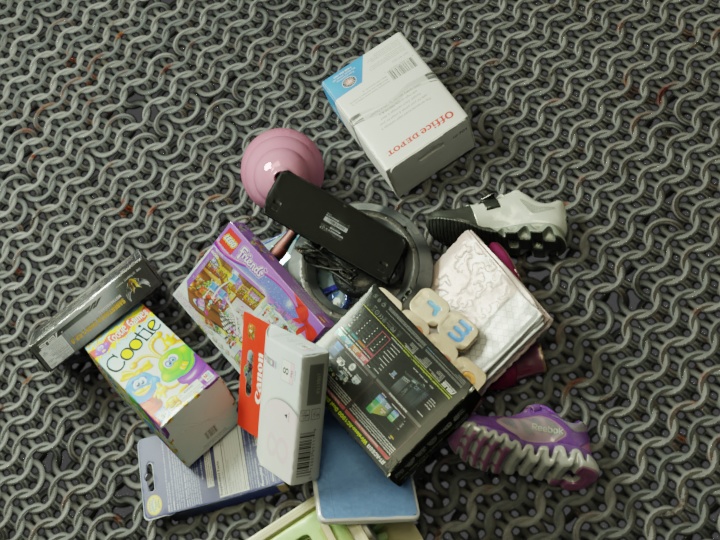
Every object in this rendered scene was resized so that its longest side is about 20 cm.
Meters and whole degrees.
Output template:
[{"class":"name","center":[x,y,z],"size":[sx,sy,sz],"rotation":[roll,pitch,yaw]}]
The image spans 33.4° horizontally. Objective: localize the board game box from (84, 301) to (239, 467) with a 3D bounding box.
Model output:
[{"class":"board game box","center":[-0.269,0.152,1.635],"size":[0.105,0.104,0.199],"rotation":[-41,50,-17]}]

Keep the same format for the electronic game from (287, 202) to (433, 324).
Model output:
[{"class":"electronic game","center":[0.000,0.000,1.625],"size":[0.197,0.042,0.202],"rotation":[-1,67,3]}]

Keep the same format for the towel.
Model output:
[{"class":"towel","center":[0.130,0.073,1.592],"size":[0.200,0.032,0.191],"rotation":[-47,51,8]}]

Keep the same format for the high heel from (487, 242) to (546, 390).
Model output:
[{"class":"high heel","center":[0.176,0.059,1.607],"size":[0.095,0.068,0.202],"rotation":[-13,63,-5]}]

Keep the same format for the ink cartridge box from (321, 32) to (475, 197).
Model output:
[{"class":"ink cartridge box","center":[0.056,-0.233,1.782],"size":[0.146,0.086,0.201],"rotation":[-33,61,-3]}]

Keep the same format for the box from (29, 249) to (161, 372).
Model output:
[{"class":"box","center":[-0.378,0.054,1.715],"size":[0.199,0.158,0.049],"rotation":[-39,101,-7]}]

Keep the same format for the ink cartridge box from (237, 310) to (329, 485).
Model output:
[{"class":"ink cartridge box","center":[-0.115,0.154,1.493],"size":[0.199,0.057,0.165],"rotation":[19,109,47]}]

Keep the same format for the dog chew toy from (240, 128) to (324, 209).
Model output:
[{"class":"dog chew toy","center":[-0.112,-0.139,1.714],"size":[0.123,0.200,0.126],"rotation":[0,98,-3]}]

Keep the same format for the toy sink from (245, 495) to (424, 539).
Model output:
[{"class":"toy sink","center":[-0.027,0.351,1.487],"size":[0.199,0.112,0.131],"rotation":[-31,60,-3]}]

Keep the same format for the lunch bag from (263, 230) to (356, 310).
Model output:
[{"class":"lunch bag","center":[-0.111,0.038,1.691],"size":[0.198,0.083,0.162],"rotation":[-23,64,4]}]

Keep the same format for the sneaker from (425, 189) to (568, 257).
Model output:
[{"class":"sneaker","center":[0.192,-0.071,1.677],"size":[0.197,0.074,0.089],"rotation":[6,55,11]}]

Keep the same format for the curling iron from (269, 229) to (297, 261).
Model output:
[{"class":"curling iron","center":[-0.123,-0.028,1.642],"size":[0.201,0.049,0.026],"rotation":[-55,35,9]}]

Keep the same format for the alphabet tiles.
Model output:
[{"class":"alphabet tiles","center":[0.055,0.120,1.540],"size":[0.195,0.015,0.200],"rotation":[38,74,20]}]

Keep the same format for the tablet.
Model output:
[{"class":"tablet","center":[-0.003,0.225,1.501],"size":[0.128,0.014,0.202],"rotation":[1,49,-14]}]

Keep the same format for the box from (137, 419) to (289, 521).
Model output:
[{"class":"box","center":[-0.201,0.262,1.625],"size":[0.198,0.032,0.122],"rotation":[-15,60,5]}]

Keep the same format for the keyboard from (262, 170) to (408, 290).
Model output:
[{"class":"keyboard","center":[-0.042,-0.044,1.598],"size":[0.199,0.040,0.105],"rotation":[30,63,0]}]

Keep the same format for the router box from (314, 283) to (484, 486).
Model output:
[{"class":"router box","center":[0.032,0.139,1.472],"size":[0.150,0.062,0.200],"rotation":[-43,61,-2]}]

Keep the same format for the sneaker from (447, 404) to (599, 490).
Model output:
[{"class":"sneaker","center":[0.204,0.207,1.503],"size":[0.198,0.081,0.089],"rotation":[16,53,-7]}]

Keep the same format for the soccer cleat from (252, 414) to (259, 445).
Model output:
[{"class":"soccer cleat","center":[-0.044,0.208,1.587],"size":[0.197,0.069,0.086],"rotation":[-3,81,-6]}]

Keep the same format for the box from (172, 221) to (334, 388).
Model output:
[{"class":"box","center":[-0.144,0.053,1.606],"size":[0.200,0.039,0.137],"rotation":[47,108,17]}]
